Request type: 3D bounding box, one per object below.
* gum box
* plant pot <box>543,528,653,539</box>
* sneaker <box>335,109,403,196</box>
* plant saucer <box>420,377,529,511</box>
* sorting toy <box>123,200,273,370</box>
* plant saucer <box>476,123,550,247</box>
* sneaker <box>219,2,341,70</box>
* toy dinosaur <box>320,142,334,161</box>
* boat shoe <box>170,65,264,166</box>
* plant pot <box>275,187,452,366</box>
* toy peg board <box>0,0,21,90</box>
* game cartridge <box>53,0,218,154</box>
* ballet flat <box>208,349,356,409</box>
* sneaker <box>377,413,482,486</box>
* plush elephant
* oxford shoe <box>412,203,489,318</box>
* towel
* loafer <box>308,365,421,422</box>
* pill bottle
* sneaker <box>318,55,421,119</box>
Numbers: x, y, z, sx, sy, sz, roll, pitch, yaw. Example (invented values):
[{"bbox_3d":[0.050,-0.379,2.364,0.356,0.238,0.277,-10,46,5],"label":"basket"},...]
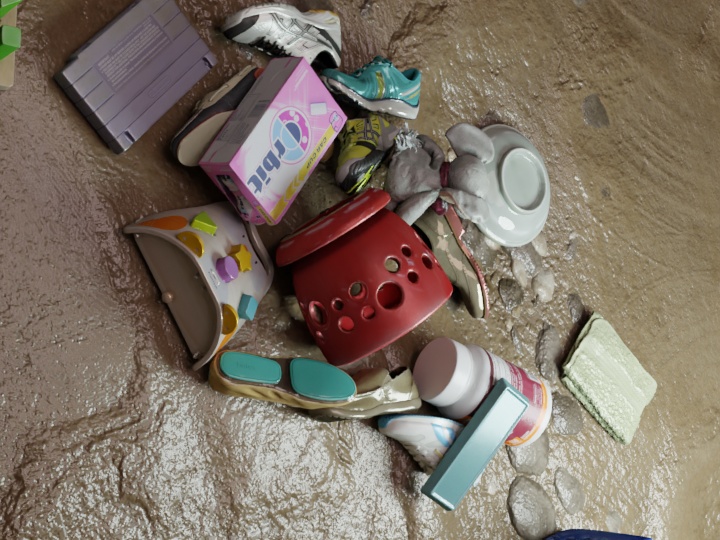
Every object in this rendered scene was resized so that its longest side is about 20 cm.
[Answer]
[{"bbox_3d":[-0.114,-0.165,1.523,0.114,0.066,0.201,51,59,-36],"label":"gum box"},{"bbox_3d":[0.325,0.507,1.751,0.178,0.199,0.203,-7,86,-32],"label":"plant pot"},{"bbox_3d":[-0.005,-0.168,1.659,0.076,0.076,0.200,37,28,0],"label":"sneaker"},{"bbox_3d":[0.168,0.252,1.678,0.070,0.019,0.201,39,87,-32],"label":"plant saucer"},{"bbox_3d":[-0.179,-0.008,1.512,0.180,0.106,0.202,-41,109,-56],"label":"sorting toy"},{"bbox_3d":[0.248,-0.141,1.890,0.198,0.050,0.203,9,76,-38],"label":"plant saucer"},{"bbox_3d":[-0.101,-0.316,1.624,0.198,0.075,0.089,-5,85,-38],"label":"sneaker"},{"bbox_3d":[-0.079,-0.184,1.630,0.101,0.058,0.201,44,58,-26],"label":"toy dinosaur"},{"bbox_3d":[-0.184,-0.208,1.550,0.062,0.072,0.200,34,55,20],"label":"boat shoe"},{"bbox_3d":[0.000,0.000,1.574,0.200,0.200,0.184,-34,98,-37],"label":"plant pot"},{"bbox_3d":[-0.470,-0.329,1.318,0.197,0.097,0.203,7,77,-38],"label":"toy peg board"},{"bbox_3d":[-0.284,-0.258,1.496,0.130,0.038,0.200,50,56,-16],"label":"game cartridge"},{"bbox_3d":[-0.104,0.145,1.529,0.198,0.063,0.069,15,51,-18],"label":"ballet flat"},{"bbox_3d":[0.108,0.255,1.693,0.198,0.076,0.082,22,77,-30],"label":"sneaker"},{"bbox_3d":[0.115,-0.123,1.667,0.153,0.201,0.166,17,61,2],"label":"plush elephant"},{"bbox_3d":[0.133,-0.009,1.777,0.074,0.070,0.202,-28,100,-13],"label":"oxford shoe"},{"bbox_3d":[0.421,0.183,1.980,0.200,0.036,0.149,49,57,-22],"label":"towel"},{"bbox_3d":[0.004,0.171,1.629,0.199,0.075,0.068,-1,81,-49],"label":"loafer"},{"bbox_3d":[0.180,0.179,1.737,0.199,0.114,0.115,27,66,-32],"label":"pill bottle"},{"bbox_3d":[0.014,-0.273,1.700,0.199,0.077,0.081,1,107,-48],"label":"sneaker"}]
